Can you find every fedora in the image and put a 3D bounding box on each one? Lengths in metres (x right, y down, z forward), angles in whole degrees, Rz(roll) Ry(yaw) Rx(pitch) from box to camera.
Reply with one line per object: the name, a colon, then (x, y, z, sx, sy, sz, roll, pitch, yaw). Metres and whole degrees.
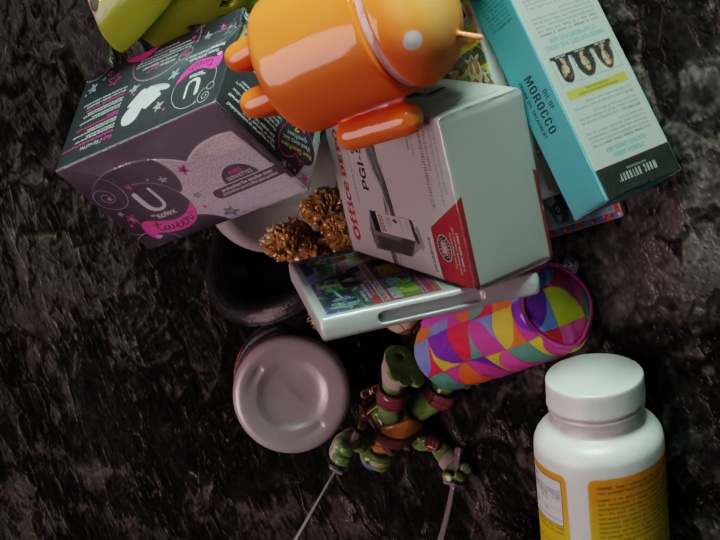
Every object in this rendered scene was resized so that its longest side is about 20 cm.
fedora: (-0.064, -0.007, 1.605, 0.200, 0.201, 0.092, 27, 163, 47)

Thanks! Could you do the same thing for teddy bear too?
teddy bear: (0.000, 0.000, 1.465, 0.200, 0.144, 0.067, 56, -172, -33)

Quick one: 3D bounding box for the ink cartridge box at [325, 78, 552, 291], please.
ink cartridge box: (0.058, -0.078, 1.292, 0.200, 0.083, 0.148, 18, 126, 59)

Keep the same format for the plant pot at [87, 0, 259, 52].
plant pot: (-0.149, -0.307, 1.378, 0.200, 0.181, 0.200, -36, 69, 44)

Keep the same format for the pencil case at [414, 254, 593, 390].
pencil case: (0.125, 0.049, 1.397, 0.200, 0.088, 0.089, -32, 82, 57)

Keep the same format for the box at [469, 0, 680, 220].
box: (0.165, -0.147, 1.218, 0.049, 0.082, 0.201, -34, 79, 59)

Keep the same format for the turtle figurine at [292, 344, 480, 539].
turtle figurine: (0.048, 0.175, 1.537, 0.143, 0.200, 0.194, 24, 133, 3)

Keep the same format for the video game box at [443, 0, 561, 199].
video game box: (0.086, -0.139, 1.340, 0.200, 0.047, 0.183, -8, 104, 65)

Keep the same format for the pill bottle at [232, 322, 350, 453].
pill bottle: (-0.075, 0.115, 1.647, 0.200, 0.119, 0.120, -132, 24, -84)

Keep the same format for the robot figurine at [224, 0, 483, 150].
robot figurine: (-0.007, -0.179, 1.192, 0.199, 0.117, 0.145, -19, 50, 28)

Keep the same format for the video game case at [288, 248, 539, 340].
video game case: (0.040, 0.006, 1.329, 0.200, 0.181, 0.023, -125, 24, -73)

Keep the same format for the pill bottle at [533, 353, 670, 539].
pill bottle: (0.205, 0.177, 1.326, 0.111, 0.111, 0.201, 21, 125, 50)

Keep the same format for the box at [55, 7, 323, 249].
box: (-0.146, -0.118, 1.370, 0.199, 0.115, 0.132, -17, 135, 36)

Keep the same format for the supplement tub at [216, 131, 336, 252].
supplement tub: (-0.112, -0.126, 1.562, 0.200, 0.144, 0.146, -128, 32, -49)

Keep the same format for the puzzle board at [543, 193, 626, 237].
puzzle board: (0.140, -0.125, 1.331, 0.150, 0.017, 0.201, -17, 94, 59)
